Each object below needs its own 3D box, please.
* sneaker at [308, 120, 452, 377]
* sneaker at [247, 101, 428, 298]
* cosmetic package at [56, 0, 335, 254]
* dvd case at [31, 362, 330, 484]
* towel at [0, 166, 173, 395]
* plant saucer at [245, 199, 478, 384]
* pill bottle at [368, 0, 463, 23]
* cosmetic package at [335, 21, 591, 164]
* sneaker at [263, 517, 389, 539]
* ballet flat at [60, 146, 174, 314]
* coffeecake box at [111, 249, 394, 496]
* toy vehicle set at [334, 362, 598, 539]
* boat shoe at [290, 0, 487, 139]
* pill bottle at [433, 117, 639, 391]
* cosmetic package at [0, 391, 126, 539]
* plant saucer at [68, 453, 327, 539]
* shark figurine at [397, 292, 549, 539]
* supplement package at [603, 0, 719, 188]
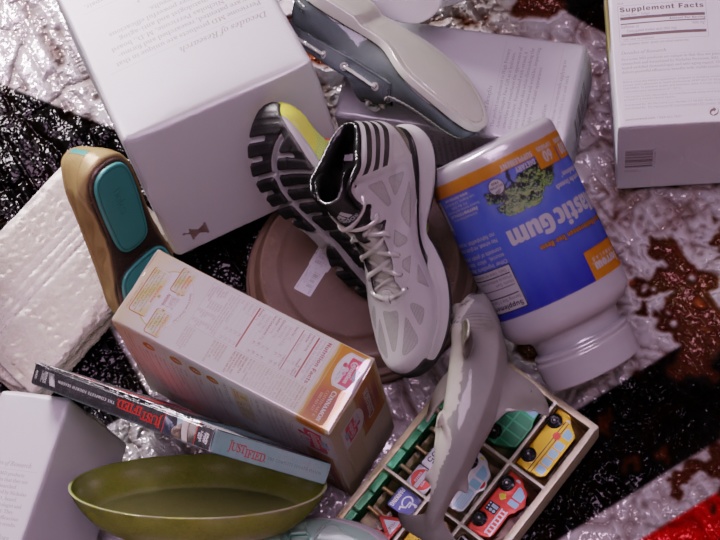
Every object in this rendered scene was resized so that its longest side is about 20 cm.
[{"bbox_3d":[0.004,-0.018,1.524,0.076,0.115,0.201,-12,78,40],"label":"sneaker"},{"bbox_3d":[-0.015,-0.069,1.614,0.078,0.200,0.090,1,47,48],"label":"sneaker"},{"bbox_3d":[-0.135,-0.159,1.674,0.166,0.168,0.200,-25,56,-5],"label":"cosmetic package"},{"bbox_3d":[-0.140,0.118,1.544,0.200,0.146,0.022,15,84,38],"label":"dvd case"},{"bbox_3d":[-0.260,0.008,1.705,0.132,0.034,0.200,36,74,19],"label":"towel"},{"bbox_3d":[0.000,0.000,1.677,0.199,0.029,0.201,-3,67,7],"label":"plant saucer"},{"bbox_3d":[0.077,-0.297,1.714,0.111,0.111,0.200,23,45,16],"label":"pill bottle"},{"bbox_3d":[0.088,-0.146,1.699,0.199,0.074,0.102,10,68,14],"label":"cosmetic package"},{"bbox_3d":[-0.077,0.233,1.526,0.200,0.118,0.074,-1,93,12],"label":"sneaker"},{"bbox_3d":[-0.196,-0.021,1.640,0.063,0.200,0.069,23,48,40],"label":"ballet flat"},{"bbox_3d":[-0.082,0.083,1.581,0.200,0.154,0.073,26,71,17],"label":"coffeecake box"},{"bbox_3d":[0.083,0.169,1.592,0.124,0.027,0.200,34,75,20],"label":"toy vehicle set"},{"bbox_3d":[0.020,-0.166,1.650,0.200,0.073,0.062,41,121,15],"label":"boat shoe"},{"bbox_3d":[0.144,-0.010,1.588,0.112,0.112,0.200,-27,93,-5],"label":"pill bottle"},{"bbox_3d":[-0.264,0.207,1.574,0.074,0.102,0.200,3,64,26],"label":"cosmetic package"},{"bbox_3d":[-0.126,0.179,1.542,0.199,0.200,0.031,2,99,8],"label":"plant saucer"},{"bbox_3d":[0.095,0.118,1.513,0.089,0.128,0.215,13,79,-5],"label":"shark figurine"},{"bbox_3d":[0.263,-0.184,1.678,0.109,0.114,0.201,-3,65,5],"label":"supplement package"}]
